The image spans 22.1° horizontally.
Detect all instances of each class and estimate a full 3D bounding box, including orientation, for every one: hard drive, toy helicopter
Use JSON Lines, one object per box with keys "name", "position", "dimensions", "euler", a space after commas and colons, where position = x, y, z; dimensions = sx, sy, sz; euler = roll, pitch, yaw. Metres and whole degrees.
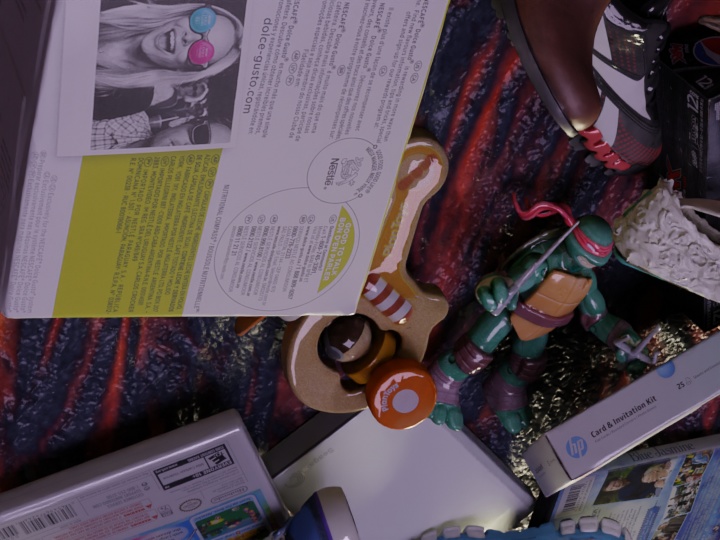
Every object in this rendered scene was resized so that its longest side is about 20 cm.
{"name": "hard drive", "position": [0.029, 0.158, 1.345], "dimensions": [0.131, 0.026, 0.200], "euler": [-37, 133, 9]}
{"name": "toy helicopter", "position": [0.000, 0.000, 1.187], "dimensions": [0.131, 0.079, 0.202], "euler": [11, 112, -19]}

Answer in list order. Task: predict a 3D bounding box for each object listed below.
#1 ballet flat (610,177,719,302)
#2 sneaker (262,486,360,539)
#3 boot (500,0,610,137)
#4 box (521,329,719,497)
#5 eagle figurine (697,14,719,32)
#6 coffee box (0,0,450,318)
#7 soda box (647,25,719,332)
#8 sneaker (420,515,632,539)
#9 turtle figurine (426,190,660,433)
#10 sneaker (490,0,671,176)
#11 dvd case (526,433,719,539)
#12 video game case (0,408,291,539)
{"name": "ballet flat", "position": [0.254, 0.001, 1.166], "dimensions": [0.199, 0.072, 0.072], "euler": [24, 117, -13]}
{"name": "sneaker", "position": [-0.076, 0.233, 1.268], "dimensions": [0.145, 0.081, 0.201], "euler": [-11, 142, -15]}
{"name": "boot", "position": [0.174, -0.183, 0.999], "dimensions": [0.198, 0.190, 0.068], "euler": [-13, 163, 16]}
{"name": "box", "position": [0.212, 0.088, 1.286], "dimensions": [0.199, 0.041, 0.156], "euler": [-31, 171, -6]}
{"name": "eagle figurine", "position": [0.304, -0.210, 1.072], "dimensions": [0.150, 0.151, 0.201], "euler": [-6, 128, -19]}
{"name": "coffee box", "position": [-0.094, -0.112, 0.951], "dimensions": [0.196, 0.200, 0.201], "euler": [0, 127, -23]}
{"name": "soda box", "position": [0.233, -0.061, 1.217], "dimensions": [0.063, 0.071, 0.201], "euler": [-24, 134, -18]}
{"name": "sneaker", "position": [0.109, 0.237, 1.355], "dimensions": [0.198, 0.087, 0.075], "euler": [-9, 130, 1]}
{"name": "turtle figurine", "position": [0.125, 0.029, 1.230], "dimensions": [0.149, 0.101, 0.200], "euler": [19, 131, -22]}
{"name": "sneaker", "position": [0.155, -0.134, 1.116], "dimensions": [0.097, 0.071, 0.201], "euler": [-19, 135, 19]}
{"name": "dvd case", "position": [0.213, 0.195, 1.442], "dimensions": [0.198, 0.018, 0.144], "euler": [-8, 131, -28]}
{"name": "video game case", "position": [-0.150, 0.188, 1.275], "dimensions": [0.198, 0.024, 0.183], "euler": [-20, 137, 1]}
